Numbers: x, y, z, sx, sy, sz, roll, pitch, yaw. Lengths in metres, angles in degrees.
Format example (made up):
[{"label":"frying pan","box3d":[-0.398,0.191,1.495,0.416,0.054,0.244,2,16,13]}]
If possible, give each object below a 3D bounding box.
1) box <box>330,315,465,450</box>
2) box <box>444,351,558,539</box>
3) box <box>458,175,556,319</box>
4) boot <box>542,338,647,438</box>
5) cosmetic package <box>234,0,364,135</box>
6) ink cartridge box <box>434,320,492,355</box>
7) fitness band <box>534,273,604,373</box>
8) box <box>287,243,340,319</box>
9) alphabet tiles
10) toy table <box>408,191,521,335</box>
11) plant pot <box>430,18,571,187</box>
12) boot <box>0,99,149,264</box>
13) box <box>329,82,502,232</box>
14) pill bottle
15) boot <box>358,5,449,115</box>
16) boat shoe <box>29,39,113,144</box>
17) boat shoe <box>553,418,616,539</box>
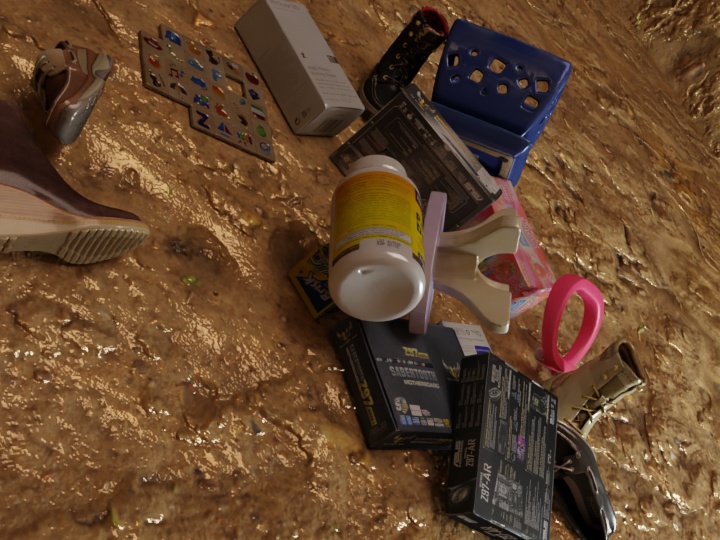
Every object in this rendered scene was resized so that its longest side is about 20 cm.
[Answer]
[{"label":"box","box3d":[0.067,0.138,1.213,0.200,0.051,0.158,14,47,-47]},{"label":"box","box3d":[0.176,0.221,1.204,0.160,0.043,0.200,33,55,-39]},{"label":"box","box3d":[0.206,-0.036,1.513,0.095,0.103,0.200,6,57,-50]},{"label":"boot","box3d":[0.324,0.191,1.393,0.073,0.155,0.200,44,33,-13]},{"label":"cosmetic package","box3d":[-0.087,-0.294,1.430,0.102,0.074,0.200,-9,67,-56]},{"label":"ink cartridge box","box3d":[0.163,0.162,1.329,0.095,0.037,0.200,10,48,-49]},{"label":"fitness band","box3d":[0.320,0.084,1.514,0.200,0.037,0.144,31,78,-57]},{"label":"box","box3d":[0.000,0.000,1.254,0.200,0.064,0.070,-16,71,-56]},{"label":"alphabet tiles","box3d":[-0.199,-0.236,1.289,0.200,0.008,0.167,21,43,-40]},{"label":"toy table","box3d":[0.131,-0.005,1.230,0.117,0.184,0.200,7,65,6]},{"label":"plant pot","box3d":[0.199,-0.248,1.574,0.200,0.200,0.180,22,74,6]},{"label":"boot","box3d":[-0.304,-0.093,0.944,0.200,0.072,0.167,1,59,-48]},{"label":"box","box3d":[0.078,-0.137,1.402,0.200,0.158,0.048,50,34,-3]},{"label":"pill bottle","box3d":[0.019,-0.045,1.157,0.109,0.109,0.200,33,36,-28]},{"label":"boot","box3d":[0.073,-0.333,1.595,0.073,0.151,0.200,35,33,-11]},{"label":"boat shoe","box3d":[-0.307,-0.189,1.024,0.072,0.076,0.200,28,17,-19]},{"label":"boat shoe","box3d":[0.285,0.283,1.307,0.200,0.067,0.057,60,31,-19]}]
